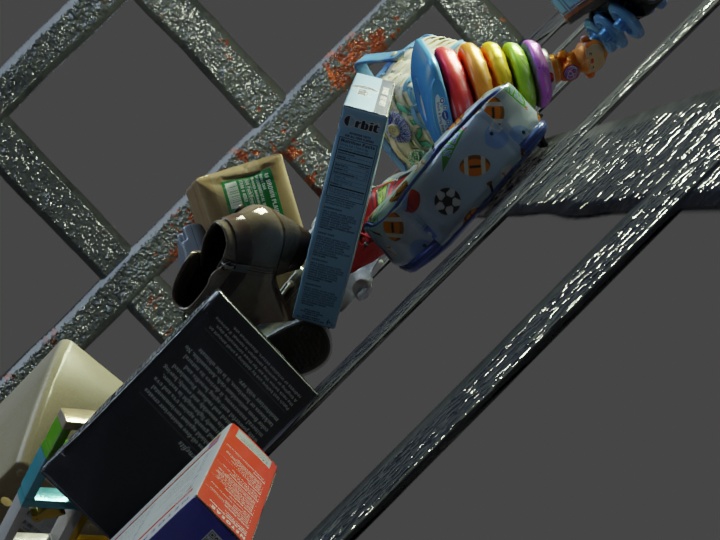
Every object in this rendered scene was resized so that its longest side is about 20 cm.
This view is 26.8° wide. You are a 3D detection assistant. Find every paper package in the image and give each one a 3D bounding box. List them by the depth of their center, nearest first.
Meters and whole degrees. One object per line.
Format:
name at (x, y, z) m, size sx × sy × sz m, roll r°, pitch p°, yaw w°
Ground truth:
paper package at (-0.116, -0.016, 1.700) m, size 0.102 × 0.202 × 0.191 m, roll -17°, pitch 2°, yaw -10°

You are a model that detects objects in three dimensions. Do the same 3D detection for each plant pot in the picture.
plant pot at (-0.361, 0.246, 1.816) m, size 0.200 × 0.199 × 0.178 m, roll -41°, pitch 16°, yaw 31°

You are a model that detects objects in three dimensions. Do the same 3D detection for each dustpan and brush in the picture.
dustpan and brush at (0.000, 0.000, 1.644) m, size 0.140 × 0.057 × 0.200 m, roll -55°, pitch -4°, yaw 12°

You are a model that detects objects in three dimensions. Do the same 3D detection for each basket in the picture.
basket at (0.077, -0.176, 1.697) m, size 0.139 × 0.177 × 0.200 m, roll -41°, pitch 13°, yaw -12°

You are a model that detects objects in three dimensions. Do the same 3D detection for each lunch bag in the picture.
lunch bag at (0.091, -0.088, 1.414) m, size 0.200 × 0.076 × 0.160 m, roll -45°, pitch 2°, yaw -1°

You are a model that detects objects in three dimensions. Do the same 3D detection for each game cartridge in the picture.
game cartridge at (-0.170, 0.050, 1.698) m, size 0.041 × 0.134 × 0.200 m, roll -20°, pitch -22°, yaw -14°

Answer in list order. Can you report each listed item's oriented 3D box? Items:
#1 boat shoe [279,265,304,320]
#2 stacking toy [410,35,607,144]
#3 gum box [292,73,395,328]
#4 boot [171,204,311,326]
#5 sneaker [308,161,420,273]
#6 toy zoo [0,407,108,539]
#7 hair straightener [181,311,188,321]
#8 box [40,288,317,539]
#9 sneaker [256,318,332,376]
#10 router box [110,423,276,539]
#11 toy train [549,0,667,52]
boat shoe at (-0.109, 0.075, 1.565) m, size 0.200 × 0.064 × 0.071 m, roll -44°, pitch 4°, yaw 15°
stacking toy at (0.157, -0.193, 1.531) m, size 0.198 × 0.117 × 0.110 m, roll -15°, pitch 24°, yaw -2°
gum box at (-0.014, -0.069, 1.414) m, size 0.170 × 0.044 × 0.202 m, roll -76°, pitch 0°, yaw -73°
boot at (-0.123, 0.027, 1.442) m, size 0.146 × 0.070 × 0.202 m, roll -3°, pitch -61°, yaw -55°
sneaker at (0.029, -0.055, 1.537) m, size 0.199 × 0.077 × 0.085 m, roll -32°, pitch 16°, yaw 1°
toy zoo at (-0.262, 0.214, 1.431) m, size 0.130 × 0.021 × 0.201 m, roll 9°, pitch -57°, yaw -37°
hair straightener at (-0.185, 0.108, 1.567) m, size 0.077 × 0.040 × 0.202 m, roll -73°, pitch -2°, yaw -51°
box at (-0.148, 0.127, 1.267) m, size 0.198 × 0.123 × 0.200 m, roll -44°, pitch 3°, yaw -4°
sneaker at (-0.119, 0.097, 1.417) m, size 0.198 × 0.074 × 0.085 m, roll -16°, pitch 1°, yaw 0°
router box at (-0.150, 0.207, 1.018) m, size 0.200 × 0.049 × 0.180 m, roll -44°, pitch 4°, yaw 8°
toy train at (0.250, -0.289, 1.527) m, size 0.087 × 0.114 × 0.200 m, roll -44°, pitch 4°, yaw -3°
